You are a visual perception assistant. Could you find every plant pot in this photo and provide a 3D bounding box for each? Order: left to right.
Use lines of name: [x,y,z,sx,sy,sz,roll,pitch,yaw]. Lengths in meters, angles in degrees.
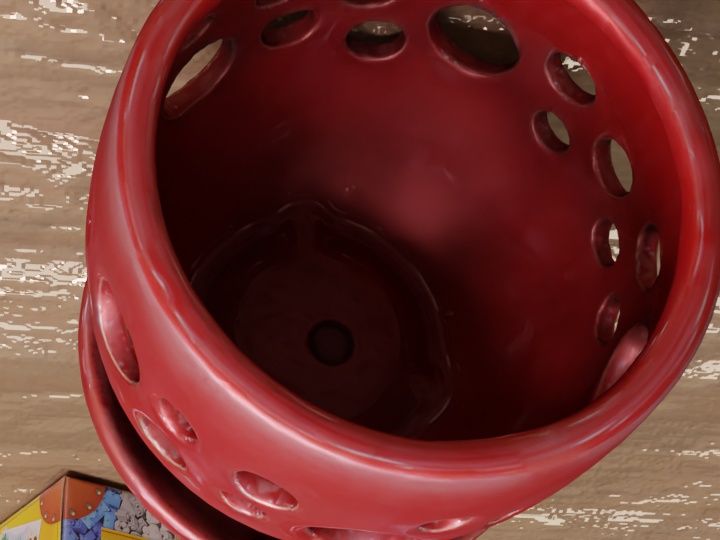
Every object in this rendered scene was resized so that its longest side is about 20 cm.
plant pot: [0.000,0.000,0.809,0.199,0.202,0.183,6,159,-14]

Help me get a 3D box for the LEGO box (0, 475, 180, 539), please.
LEGO box: [-0.139,0.192,1.241,0.148,0.078,0.200,18,145,-31]
